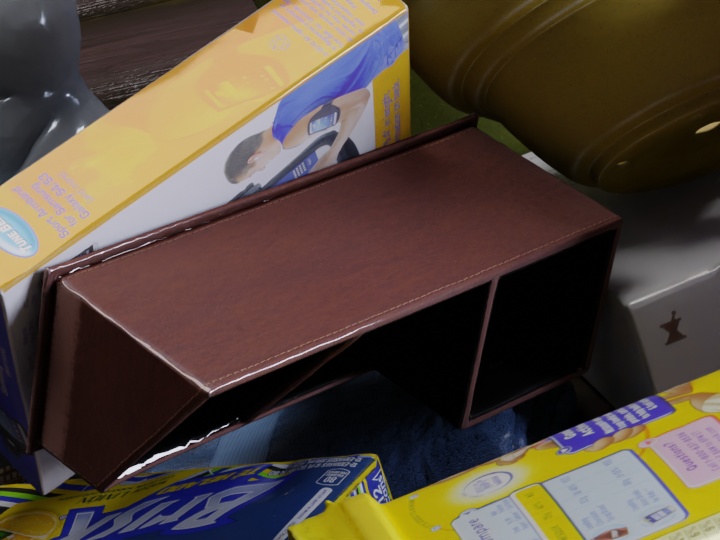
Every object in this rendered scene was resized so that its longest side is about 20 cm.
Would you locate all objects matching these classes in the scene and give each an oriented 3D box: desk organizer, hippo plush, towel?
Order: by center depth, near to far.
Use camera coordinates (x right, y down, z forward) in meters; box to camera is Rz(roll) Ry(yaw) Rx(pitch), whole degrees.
[{"bbox_3d":[-0.008,0.018,0.897,0.199,0.072,0.077,-22,43,-41],"label":"desk organizer"},{"bbox_3d":[-0.023,0.071,1.013,0.199,0.049,0.112,-14,20,18],"label":"towel"},{"bbox_3d":[-0.199,-0.086,1.464,0.159,0.161,0.200,-28,20,-24],"label":"hippo plush"}]

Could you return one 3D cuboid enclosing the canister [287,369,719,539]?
[{"bbox_3d":[0.092,0.091,0.779,0.199,0.087,0.149,-21,18,-6],"label":"canister"}]

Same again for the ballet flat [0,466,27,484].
[{"bbox_3d":[-0.136,0.043,1.193,0.065,0.071,0.200,-6,22,-2],"label":"ballet flat"}]

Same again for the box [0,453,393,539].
[{"bbox_3d":[-0.078,0.113,0.918,0.199,0.070,0.064,-8,21,34],"label":"box"}]

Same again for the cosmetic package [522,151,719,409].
[{"bbox_3d":[0.123,-0.002,1.030,0.101,0.074,0.200,-22,20,-6],"label":"cosmetic package"}]

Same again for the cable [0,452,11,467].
[{"bbox_3d":[-0.152,0.045,0.972,0.097,0.051,0.200,30,19,24],"label":"cable"}]

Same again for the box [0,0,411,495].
[{"bbox_3d":[-0.066,-0.009,0.913,0.200,0.119,0.041,-39,61,-24],"label":"box"}]

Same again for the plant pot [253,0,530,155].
[{"bbox_3d":[0.039,-0.114,1.183,0.186,0.201,0.187,-16,1,0],"label":"plant pot"}]

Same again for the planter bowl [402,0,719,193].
[{"bbox_3d":[0.113,-0.083,0.970,0.199,0.084,0.200,-19,-16,-5],"label":"planter bowl"}]

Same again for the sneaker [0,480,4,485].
[{"bbox_3d":[-0.195,0.087,1.084,0.077,0.082,0.200,-35,15,-34],"label":"sneaker"}]
